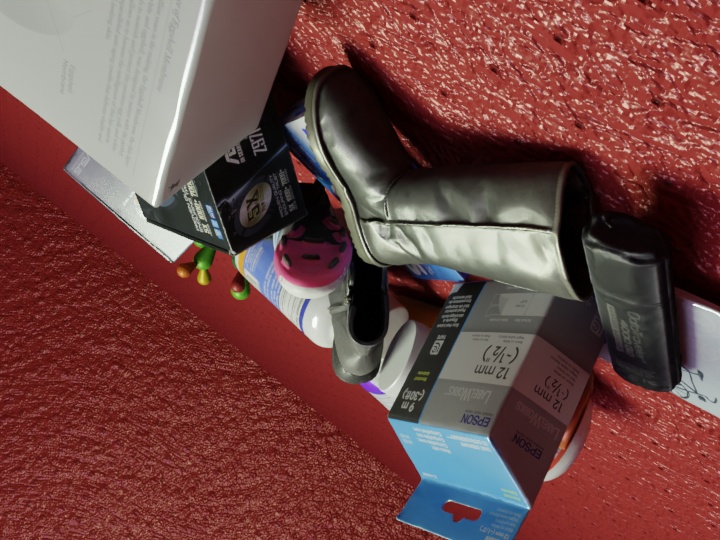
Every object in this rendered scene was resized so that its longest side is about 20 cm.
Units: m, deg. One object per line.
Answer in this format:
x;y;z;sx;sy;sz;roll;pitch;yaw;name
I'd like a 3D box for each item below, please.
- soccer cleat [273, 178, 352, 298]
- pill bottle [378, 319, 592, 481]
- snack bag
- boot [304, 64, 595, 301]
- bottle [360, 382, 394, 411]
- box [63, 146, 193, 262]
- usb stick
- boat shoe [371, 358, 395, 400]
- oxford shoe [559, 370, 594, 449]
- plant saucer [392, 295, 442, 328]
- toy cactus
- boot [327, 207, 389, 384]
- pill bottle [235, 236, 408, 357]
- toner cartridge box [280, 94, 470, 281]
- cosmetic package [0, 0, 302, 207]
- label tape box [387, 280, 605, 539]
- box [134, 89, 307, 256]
-0.047;-0.013;0.814;0.200;0.070;0.087;-100;13;-60;soccer cleat
0.122;0.125;0.873;0.200;0.113;0.112;26;168;-13;pill bottle
0.216;0.041;0.658;0.200;0.021;0.189;29;163;37;snack bag
0.062;-0.065;0.618;0.200;0.073;0.182;11;133;51;boot
0.038;0.132;1.089;0.200;0.065;0.083;45;164;-19;bottle
-0.198;-0.121;0.914;0.158;0.051;0.200;42;126;-12;box
0.185;0.028;0.584;0.055;0.033;0.200;22;159;32;usb stick
0.096;0.159;0.989;0.200;0.067;0.074;42;-161;22;boat shoe
0.149;0.096;0.747;0.072;0.071;0.200;22;-171;1;oxford shoe
0.113;0.102;1.043;0.200;0.048;0.200;48;164;-29;plant saucer
-0.173;-0.060;1.143;0.165;0.102;0.201;-12;91;39;toy cactus
0.000;0.000;0.856;0.132;0.070;0.200;102;159;-61;boot
-0.042;0.016;0.990;0.200;0.112;0.112;39;167;29;pill bottle
0.017;-0.072;0.766;0.200;0.043;0.095;44;164;-18;toner cartridge box
-0.146;-0.186;0.537;0.200;0.123;0.199;39;139;6;cosmetic package
0.092;0.104;0.676;0.066;0.200;0.143;38;161;-21;label tape box
-0.149;-0.132;0.762;0.164;0.086;0.200;20;133;47;box
